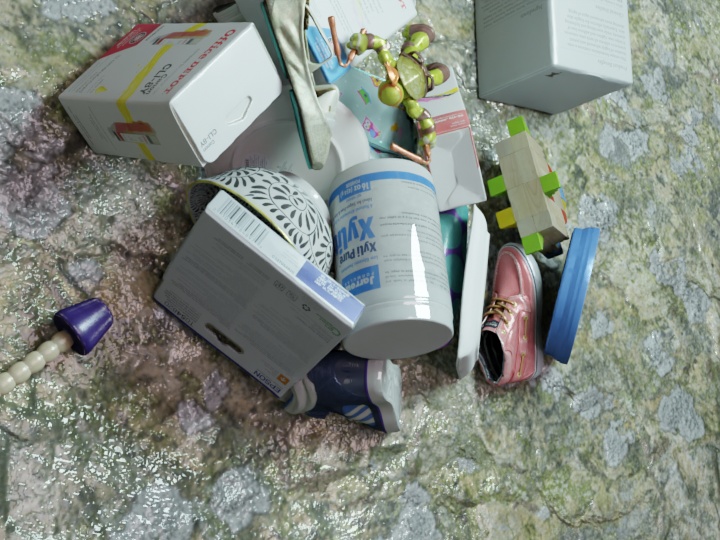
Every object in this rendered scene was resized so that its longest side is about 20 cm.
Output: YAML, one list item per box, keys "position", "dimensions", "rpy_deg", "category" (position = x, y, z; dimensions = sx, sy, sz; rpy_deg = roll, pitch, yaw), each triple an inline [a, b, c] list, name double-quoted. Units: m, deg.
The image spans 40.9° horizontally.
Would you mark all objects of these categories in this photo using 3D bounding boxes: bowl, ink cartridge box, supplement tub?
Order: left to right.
- position: [-0.205, -0.196, 1.046]
  dimensions: [0.145, 0.199, 0.084]
  rpy_deg: [-52, 134, -29]
  category: "ink cartridge box"
- position: [-0.117, 0.033, 1.062]
  dimensions: [0.199, 0.200, 0.041]
  rpy_deg: [39, 50, -5]
  category: "ink cartridge box"
- position: [-0.095, -0.051, 1.105]
  dimensions: [0.094, 0.200, 0.201]
  rpy_deg: [-45, 109, -25]
  category: "bowl"
- position: [-0.038, -0.322, 1.156]
  dimensions: [0.200, 0.084, 0.145]
  rpy_deg: [-45, 116, -37]
  category: "ink cartridge box"
- position: [0.033, -0.013, 1.107]
  dimensions: [0.131, 0.132, 0.202]
  rpy_deg: [12, 60, -33]
  category: "supplement tub"
- position: [0.109, -0.185, 1.268]
  dimensions: [0.201, 0.067, 0.117]
  rpy_deg: [-97, 171, -51]
  category: "ink cartridge box"
- position: [0.305, 0.034, 1.399]
  dimensions: [0.039, 0.201, 0.202]
  rpy_deg: [14, 70, 12]
  category: "bowl"

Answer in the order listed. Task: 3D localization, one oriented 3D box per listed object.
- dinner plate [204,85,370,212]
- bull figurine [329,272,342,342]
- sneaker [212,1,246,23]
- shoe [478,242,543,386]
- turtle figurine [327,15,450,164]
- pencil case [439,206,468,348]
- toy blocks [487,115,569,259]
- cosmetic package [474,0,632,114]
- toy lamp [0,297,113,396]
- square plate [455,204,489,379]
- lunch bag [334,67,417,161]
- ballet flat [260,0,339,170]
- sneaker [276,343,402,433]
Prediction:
- position: [-0.087, -0.125, 1.144]
  dimensions: [0.199, 0.200, 0.024]
  rpy_deg: [33, 29, -26]
  category: "dinner plate"
- position: [0.000, 0.000, 1.241]
  dimensions: [0.122, 0.065, 0.202]
  rpy_deg: [55, 43, -51]
  category: "bull figurine"
- position: [-0.093, -0.310, 1.233]
  dimensions: [0.199, 0.078, 0.091]
  rpy_deg: [-22, 106, -30]
  category: "sneaker"
- position: [0.209, 0.063, 1.378]
  dimensions: [0.090, 0.071, 0.202]
  rpy_deg: [-6, 91, -44]
  category: "shoe"
- position: [0.050, -0.235, 1.125]
  dimensions: [0.201, 0.064, 0.162]
  rpy_deg: [52, 37, -13]
  category: "turtle figurine"
- position: [0.089, -0.001, 1.262]
  dimensions: [0.085, 0.092, 0.202]
  rpy_deg: [49, 44, -49]
  category: "pencil case"
- position: [0.261, -0.107, 1.416]
  dimensions: [0.136, 0.099, 0.202]
  rpy_deg: [24, 49, -58]
  category: "toy blocks"
- position: [0.284, -0.362, 1.437]
  dimensions: [0.166, 0.166, 0.202]
  rpy_deg: [5, 80, -33]
  category: "cosmetic package"
- position: [-0.345, 0.097, 1.004]
  dimensions: [0.200, 0.058, 0.059]
  rpy_deg: [-40, 106, -33]
  category: "toy lamp"
- position: [0.151, 0.036, 1.289]
  dimensions: [0.028, 0.200, 0.200]
  rpy_deg: [6, 77, 8]
  category: "square plate"
- position: [-0.015, -0.180, 1.234]
  dimensions: [0.199, 0.077, 0.162]
  rpy_deg: [15, 56, -32]
  category: "lunch bag"
- position: [-0.054, -0.209, 1.051]
  dimensions: [0.062, 0.068, 0.202]
  rpy_deg: [-15, 107, 2]
  category: "ballet flat"
- position: [-0.028, 0.152, 1.208]
  dimensions: [0.200, 0.145, 0.081]
  rpy_deg: [64, 26, -65]
  category: "sneaker"
